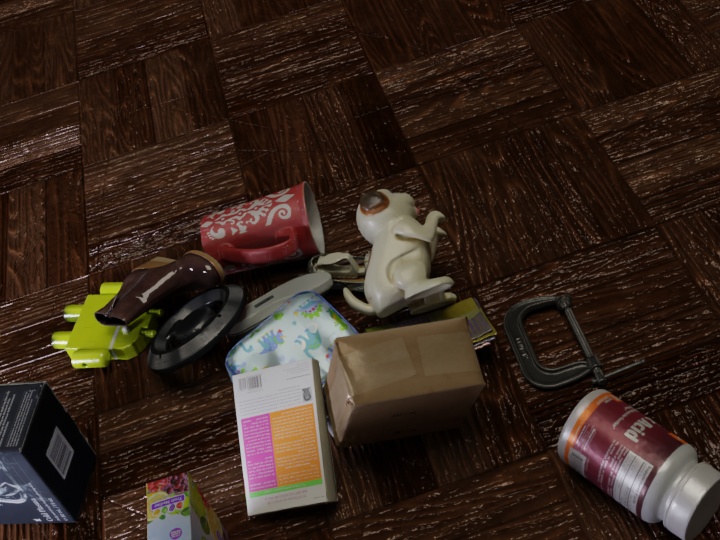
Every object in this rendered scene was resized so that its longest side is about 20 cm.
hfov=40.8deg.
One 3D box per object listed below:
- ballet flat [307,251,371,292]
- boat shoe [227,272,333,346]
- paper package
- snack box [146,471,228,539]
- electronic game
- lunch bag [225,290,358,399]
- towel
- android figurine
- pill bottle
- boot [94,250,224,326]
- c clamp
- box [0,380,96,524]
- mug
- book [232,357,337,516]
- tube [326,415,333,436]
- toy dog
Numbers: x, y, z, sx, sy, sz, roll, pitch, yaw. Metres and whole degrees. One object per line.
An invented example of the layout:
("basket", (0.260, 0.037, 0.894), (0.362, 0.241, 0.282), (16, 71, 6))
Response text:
("ballet flat", (0.000, 0.000, 1.641), (0.196, 0.073, 0.073), (2, 48, 16))
("boat shoe", (-0.130, 0.069, 1.617), (0.197, 0.065, 0.071), (-26, 23, -3))
("paper package", (0.055, 0.160, 1.356), (0.196, 0.192, 0.105), (-9, 64, -13))
("snack box", (-0.218, 0.397, 1.259), (0.066, 0.170, 0.202), (-16, 46, 4))
("electronic game", (-0.271, 0.095, 1.601), (0.198, 0.042, 0.201), (-30, 23, 14))
("lunch bag", (-0.099, 0.145, 1.510), (0.199, 0.083, 0.160), (-40, 64, -21))
("towel", (0.108, 0.101, 1.519), (0.196, 0.023, 0.144), (-16, 26, 1))
("android figurine", (-0.438, 0.096, 1.691), (0.195, 0.041, 0.184), (-1, 47, 17))
("pill bottle", (0.368, 0.255, 1.271), (0.114, 0.115, 0.199), (-39, 50, -22))
("boot", (-0.336, 0.041, 1.628), (0.197, 0.073, 0.167), (1, 38, 39))
("c clamp", (0.315, 0.107, 1.490), (0.168, 0.027, 0.202), (-24, 48, -1))
("box", (-0.529, 0.275, 1.435), (0.192, 0.202, 0.126), (-3, 47, 12))
("mug", (-0.177, -0.069, 1.692), (0.196, 0.177, 0.136), (-13, 85, 8))
("book", (-0.113, 0.240, 1.395), (0.131, 0.048, 0.205), (-13, 74, 16))
("tube", (0.037, 0.190, 1.474), (0.198, 0.051, 0.077), (-34, 60, -23))
("toy dog", (0.057, -0.034, 1.570), (0.190, 0.139, 0.204), (-19, 72, 12))
